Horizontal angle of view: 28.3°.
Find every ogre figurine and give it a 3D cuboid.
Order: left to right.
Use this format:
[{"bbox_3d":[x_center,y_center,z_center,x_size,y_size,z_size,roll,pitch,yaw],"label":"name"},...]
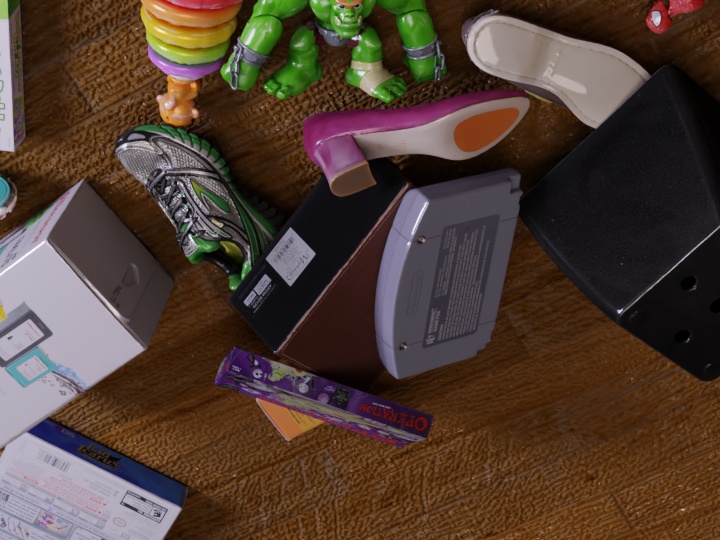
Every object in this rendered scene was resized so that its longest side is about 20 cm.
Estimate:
[{"bbox_3d":[-0.022,-0.219,1.277,0.199,0.098,0.120,7,124,7],"label":"ogre figurine"}]

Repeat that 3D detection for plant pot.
[{"bbox_3d":[0.293,-0.024,1.278,0.199,0.178,0.200,32,116,-31],"label":"plant pot"}]

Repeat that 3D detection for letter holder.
[{"bbox_3d":[0.000,0.000,1.362,0.200,0.101,0.142,-52,135,6],"label":"letter holder"}]

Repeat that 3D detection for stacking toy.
[{"bbox_3d":[-0.157,-0.215,1.298,0.116,0.110,0.200,22,130,12],"label":"stacking toy"}]

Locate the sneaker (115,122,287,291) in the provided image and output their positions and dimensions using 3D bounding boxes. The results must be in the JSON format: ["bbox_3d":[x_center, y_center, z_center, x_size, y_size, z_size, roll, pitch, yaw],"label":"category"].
[{"bbox_3d":[-0.154,-0.062,1.363,0.200,0.085,0.078,41,140,-14],"label":"sneaker"}]

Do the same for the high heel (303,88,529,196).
[{"bbox_3d":[0.048,-0.137,1.287,0.200,0.096,0.067,-25,140,1],"label":"high heel"}]

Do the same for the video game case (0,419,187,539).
[{"bbox_3d":[-0.320,0.272,1.582,0.200,0.045,0.181,28,115,-9],"label":"video game case"}]

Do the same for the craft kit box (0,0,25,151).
[{"bbox_3d":[-0.419,-0.218,1.342,0.197,0.049,0.200,4,118,0],"label":"craft kit box"}]

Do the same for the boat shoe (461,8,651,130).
[{"bbox_3d":[0.184,-0.183,1.297,0.200,0.060,0.072,19,105,-15],"label":"boat shoe"}]

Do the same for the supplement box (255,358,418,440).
[{"bbox_3d":[-0.006,0.095,1.454,0.200,0.067,0.069,-29,111,19],"label":"supplement box"}]

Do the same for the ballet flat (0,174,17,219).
[{"bbox_3d":[-0.428,-0.061,1.419,0.199,0.076,0.064,-1,148,10],"label":"ballet flat"}]

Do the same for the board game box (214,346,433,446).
[{"bbox_3d":[-0.038,0.124,1.376,0.200,0.120,0.032,19,81,-7],"label":"board game box"}]

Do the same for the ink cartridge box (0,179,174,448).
[{"bbox_3d":[-0.313,0.042,1.407,0.200,0.147,0.146,-33,109,19],"label":"ink cartridge box"}]

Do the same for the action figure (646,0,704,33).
[{"bbox_3d":[0.279,-0.302,1.227,0.099,0.065,0.200,16,117,-13],"label":"action figure"}]

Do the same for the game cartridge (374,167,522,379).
[{"bbox_3d":[0.077,0.004,1.329,0.133,0.040,0.200,-16,130,-34],"label":"game cartridge"}]
